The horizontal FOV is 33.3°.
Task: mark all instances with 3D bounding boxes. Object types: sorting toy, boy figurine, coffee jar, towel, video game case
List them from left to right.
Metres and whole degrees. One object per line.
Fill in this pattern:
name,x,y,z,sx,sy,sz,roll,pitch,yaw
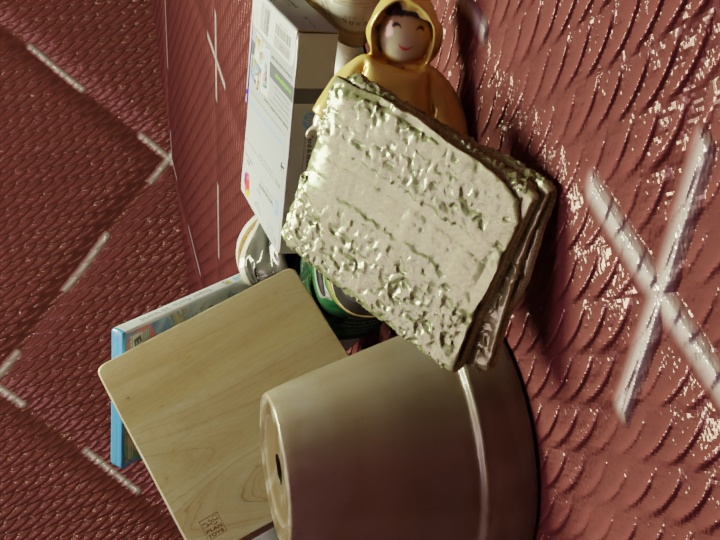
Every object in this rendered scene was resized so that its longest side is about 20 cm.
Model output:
video game case,-0.165,0.091,1.175,0.018,0.200,0.144,19,117,30
sorting toy,-0.098,0.132,1.071,0.199,0.199,0.070,56,164,22
coffee jar,0.000,0.000,1.093,0.200,0.085,0.105,139,126,-75
boy figurine,0.025,-0.111,0.893,0.064,0.123,0.201,-59,-15,-73
towel,0.035,-0.034,0.821,0.200,0.036,0.149,34,114,31

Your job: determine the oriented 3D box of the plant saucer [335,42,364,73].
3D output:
plant saucer,-0.028,-0.172,1.237,0.200,0.032,0.202,173,90,-75

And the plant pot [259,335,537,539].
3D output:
plant pot,0.017,0.138,0.915,0.200,0.172,0.202,173,90,-77

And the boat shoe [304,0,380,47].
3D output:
boat shoe,-0.034,-0.266,1.123,0.200,0.073,0.070,-118,31,-54

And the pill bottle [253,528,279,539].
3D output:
pill bottle,-0.045,0.315,1.224,0.201,0.111,0.111,57,173,-17

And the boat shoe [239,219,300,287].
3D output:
boat shoe,-0.068,-0.070,1.224,0.067,0.057,0.201,40,-127,-43

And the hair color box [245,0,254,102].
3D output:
hair color box,-0.086,-0.284,1.298,0.201,0.064,0.110,105,170,-54

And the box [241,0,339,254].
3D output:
box,-0.068,-0.137,1.083,0.156,0.041,0.201,-126,39,-59

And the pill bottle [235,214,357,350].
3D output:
pill bottle,-0.063,0.013,1.295,0.200,0.113,0.115,-125,31,-62
